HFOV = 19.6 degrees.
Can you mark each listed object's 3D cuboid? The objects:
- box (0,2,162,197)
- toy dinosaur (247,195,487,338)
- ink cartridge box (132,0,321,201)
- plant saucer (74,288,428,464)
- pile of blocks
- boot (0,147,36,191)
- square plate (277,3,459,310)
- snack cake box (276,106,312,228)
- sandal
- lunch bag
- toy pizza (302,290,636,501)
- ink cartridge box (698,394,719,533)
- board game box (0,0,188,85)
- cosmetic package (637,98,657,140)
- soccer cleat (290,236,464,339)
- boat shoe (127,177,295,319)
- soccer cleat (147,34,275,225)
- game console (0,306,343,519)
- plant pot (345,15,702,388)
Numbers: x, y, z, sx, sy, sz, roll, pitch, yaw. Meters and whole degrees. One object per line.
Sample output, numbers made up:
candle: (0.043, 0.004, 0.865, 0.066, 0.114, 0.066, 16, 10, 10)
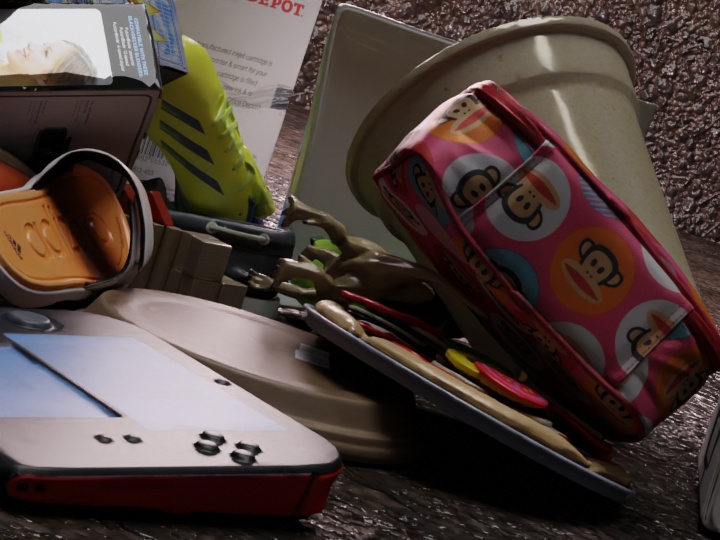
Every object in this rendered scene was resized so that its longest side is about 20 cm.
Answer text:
box: (-0.219, -0.091, 1.148, 0.199, 0.060, 0.117, -3, -28, -20)
toy dinosaur: (0.000, 0.000, 1.181, 0.101, 0.059, 0.200, 21, -15, -19)
ink cartridge box: (-0.128, -0.127, 1.441, 0.144, 0.201, 0.084, 11, 11, -46)
plant saucer: (-0.056, 0.050, 1.070, 0.199, 0.030, 0.200, 18, 7, -2)
pile of blocks: (-0.160, -0.028, 1.246, 0.199, 0.063, 0.082, 17, 8, -11)
boot: (-0.216, -0.019, 1.069, 0.107, 0.075, 0.200, 37, 16, 30)
square plate: (0.023, -0.065, 1.423, 0.028, 0.201, 0.197, 18, 5, 44)
snack cake box: (0.000, -0.049, 1.575, 0.067, 0.116, 0.200, 15, 8, -18)
sandal: (-0.140, -0.024, 1.081, 0.079, 0.059, 0.207, 60, 12, -3)
lunch bag: (0.093, 0.000, 1.113, 0.200, 0.082, 0.176, 50, -10, -3)
toy pizza: (0.061, 0.060, 1.094, 0.199, 0.032, 0.200, 29, 0, 0)
ink cartridge box: (0.271, 0.112, 1.185, 0.144, 0.085, 0.200, 19, 7, 7)
board game box: (-0.212, -0.133, 1.205, 0.199, 0.062, 0.200, -17, -27, 6)
cosmetic package: (0.143, -0.040, 1.524, 0.073, 0.201, 0.104, 18, 8, -7)
soccer cleat: (0.039, 0.026, 1.374, 0.199, 0.068, 0.081, 8, 28, -45)
boat shoe: (-0.134, -0.029, 1.320, 0.199, 0.061, 0.076, 20, 7, 10)
soccer cleat: (-0.090, -0.071, 1.342, 0.083, 0.065, 0.201, 19, -37, 22)
game console: (-0.122, 0.053, 0.873, 0.176, 0.031, 0.200, 10, 10, -43)
plant pot: (0.116, -0.022, 1.288, 0.200, 0.200, 0.184, 10, 46, -46)
